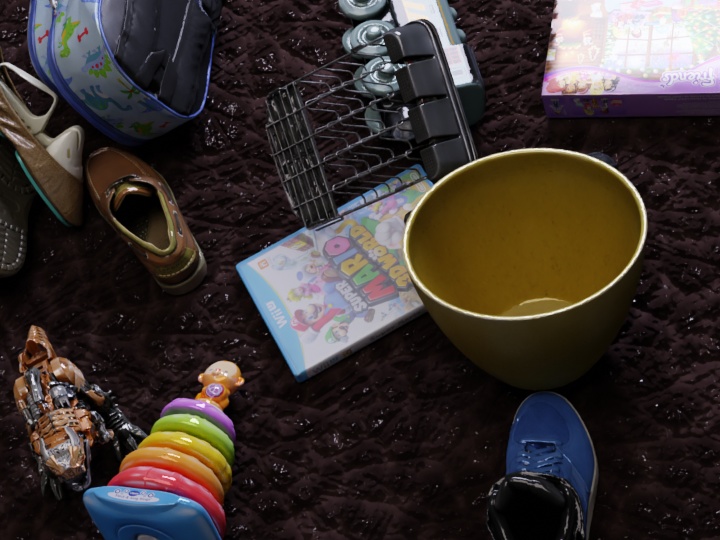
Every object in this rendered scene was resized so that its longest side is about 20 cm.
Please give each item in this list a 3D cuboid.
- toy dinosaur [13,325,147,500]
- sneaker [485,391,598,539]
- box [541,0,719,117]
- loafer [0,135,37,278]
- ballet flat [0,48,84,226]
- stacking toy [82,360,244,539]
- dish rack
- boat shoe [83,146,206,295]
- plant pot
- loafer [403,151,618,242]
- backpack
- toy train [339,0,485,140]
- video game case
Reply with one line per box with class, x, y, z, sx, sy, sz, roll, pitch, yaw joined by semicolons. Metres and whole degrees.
toy dinosaur;-0.258;0.118;1.493;0.102;0.136;0.200;-13;45;14
sneaker;0.145;0.169;1.359;0.077;0.111;0.200;-3;57;15
box;0.277;-0.210;1.607;0.199;0.039;0.137;1;59;17
loafer;-0.365;-0.071;1.688;0.067;0.076;0.200;-24;42;28
ballet flat;-0.316;-0.138;1.663;0.072;0.068;0.200;-36;96;7
stacking toy;-0.146;0.155;1.476;0.116;0.110;0.200;4;48;22
dish rack;0.001;-0.125;1.552;0.200;0.054;0.154;-22;82;41
boat shoe;-0.213;-0.065;1.644;0.072;0.068;0.200;-39;55;-8
plant pot;0.144;0.016;1.428;0.199;0.142;0.200;-7;44;7
loafer;0.135;-0.065;1.530;0.200;0.068;0.070;-23;57;-9
backpack;-0.235;-0.228;1.695;0.147;0.183;0.200;-23;50;30
toy train;0.048;-0.210;1.648;0.114;0.085;0.200;-12;53;-5
video game case;0.000;0.000;1.569;0.200;0.018;0.143;-29;55;-3
